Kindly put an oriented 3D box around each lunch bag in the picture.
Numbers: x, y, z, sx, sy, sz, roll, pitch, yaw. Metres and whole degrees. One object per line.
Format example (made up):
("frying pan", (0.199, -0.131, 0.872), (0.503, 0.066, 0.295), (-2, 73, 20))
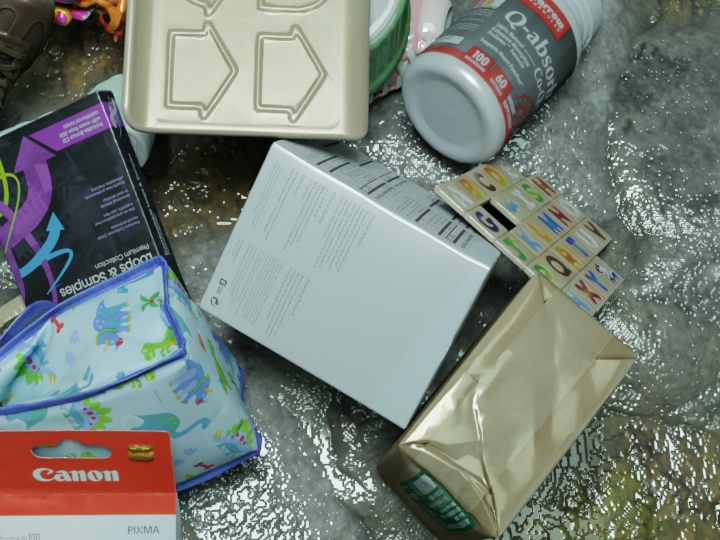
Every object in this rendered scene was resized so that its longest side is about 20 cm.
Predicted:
("lunch bag", (-0.204, 0.107, 0.894), (0.197, 0.171, 0.128), (-26, 48, 2))

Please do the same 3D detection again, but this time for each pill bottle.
("pill bottle", (0.138, -0.203, 1.044), (0.115, 0.116, 0.200), (39, 62, 9))

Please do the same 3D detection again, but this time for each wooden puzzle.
("wooden puzzle", (-0.090, -0.197, 0.900), (0.196, 0.046, 0.189), (2, 80, -8))

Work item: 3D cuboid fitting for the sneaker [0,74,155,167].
("sneaker", (-0.275, -0.126, 1.043), (0.197, 0.075, 0.119), (-9, 34, 14))

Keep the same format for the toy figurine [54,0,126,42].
("toy figurine", (-0.213, -0.267, 1.040), (0.181, 0.151, 0.201), (22, 34, -8))

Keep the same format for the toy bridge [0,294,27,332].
("toy bridge", (-0.373, -0.026, 1.015), (0.067, 0.027, 0.201), (-32, 76, -12))

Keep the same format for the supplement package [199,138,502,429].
("supplement package", (0.000, 0.000, 0.937), (0.198, 0.151, 0.154), (30, 106, 7))

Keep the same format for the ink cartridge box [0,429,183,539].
("ink cartridge box", (-0.221, 0.212, 0.866), (0.157, 0.203, 0.048), (0, 37, -3))

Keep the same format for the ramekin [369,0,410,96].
("ramekin", (-0.047, -0.249, 0.983), (0.196, 0.098, 0.204), (1, 79, -4))

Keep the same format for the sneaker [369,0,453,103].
("sneaker", (0.025, -0.201, 1.068), (0.103, 0.076, 0.202), (25, 68, 10))

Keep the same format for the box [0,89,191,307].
("box", (-0.245, -0.035, 0.964), (0.141, 0.036, 0.203), (-21, 94, 15))

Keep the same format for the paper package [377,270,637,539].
("paper package", (0.110, 0.120, 0.904), (0.103, 0.200, 0.191), (40, 75, 5))

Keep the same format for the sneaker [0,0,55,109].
("sneaker", (-0.328, -0.166, 0.974), (0.070, 0.200, 0.077), (18, 45, -38))

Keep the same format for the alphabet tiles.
("alphabet tiles", (0.164, -0.037, 0.985), (0.167, 0.199, 0.008), (42, 118, 10))
